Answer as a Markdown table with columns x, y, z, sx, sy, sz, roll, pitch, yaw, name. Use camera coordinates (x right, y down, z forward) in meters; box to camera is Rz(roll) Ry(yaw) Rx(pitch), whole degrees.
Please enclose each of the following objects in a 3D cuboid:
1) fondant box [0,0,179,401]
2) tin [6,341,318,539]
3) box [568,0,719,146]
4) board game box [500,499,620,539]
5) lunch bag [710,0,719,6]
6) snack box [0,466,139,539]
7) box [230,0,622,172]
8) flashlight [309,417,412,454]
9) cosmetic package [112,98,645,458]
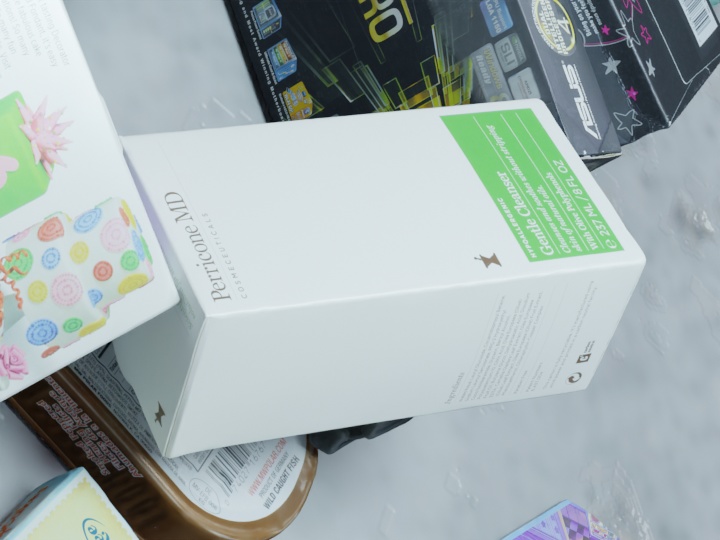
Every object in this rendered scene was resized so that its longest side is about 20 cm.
| x | y | z | sx | sy | sz | roll | pitch | yaw | name |
| --- | --- | --- | --- | --- | --- | --- | --- | --- | --- |
| -0.180 | -0.012 | 0.807 | 0.199 | 0.058 | 0.145 | -29 | 112 | -22 | fondant box |
| -0.095 | 0.036 | 0.974 | 0.200 | 0.042 | 0.112 | 49 | 39 | -15 | tin |
| 0.088 | -0.164 | 1.183 | 0.201 | 0.114 | 0.132 | 63 | 31 | -12 | box |
| 0.111 | 0.198 | 1.092 | 0.200 | 0.039 | 0.159 | -23 | 86 | -48 | board game box |
| 0.232 | -0.276 | 1.368 | 0.121 | 0.170 | 0.201 | 8 | 61 | -44 | lunch bag |
| -0.091 | 0.191 | 0.894 | 0.200 | 0.037 | 0.116 | 54 | 41 | -9 | snack box |
| 0.021 | -0.114 | 1.074 | 0.049 | 0.161 | 0.201 | -7 | 75 | -51 | box |
| 0.039 | 0.024 | 1.066 | 0.200 | 0.068 | 0.068 | -21 | 87 | -61 | flashlight |
| 0.000 | 0.000 | 0.933 | 0.199 | 0.085 | 0.108 | -7 | 48 | -29 | cosmetic package |
